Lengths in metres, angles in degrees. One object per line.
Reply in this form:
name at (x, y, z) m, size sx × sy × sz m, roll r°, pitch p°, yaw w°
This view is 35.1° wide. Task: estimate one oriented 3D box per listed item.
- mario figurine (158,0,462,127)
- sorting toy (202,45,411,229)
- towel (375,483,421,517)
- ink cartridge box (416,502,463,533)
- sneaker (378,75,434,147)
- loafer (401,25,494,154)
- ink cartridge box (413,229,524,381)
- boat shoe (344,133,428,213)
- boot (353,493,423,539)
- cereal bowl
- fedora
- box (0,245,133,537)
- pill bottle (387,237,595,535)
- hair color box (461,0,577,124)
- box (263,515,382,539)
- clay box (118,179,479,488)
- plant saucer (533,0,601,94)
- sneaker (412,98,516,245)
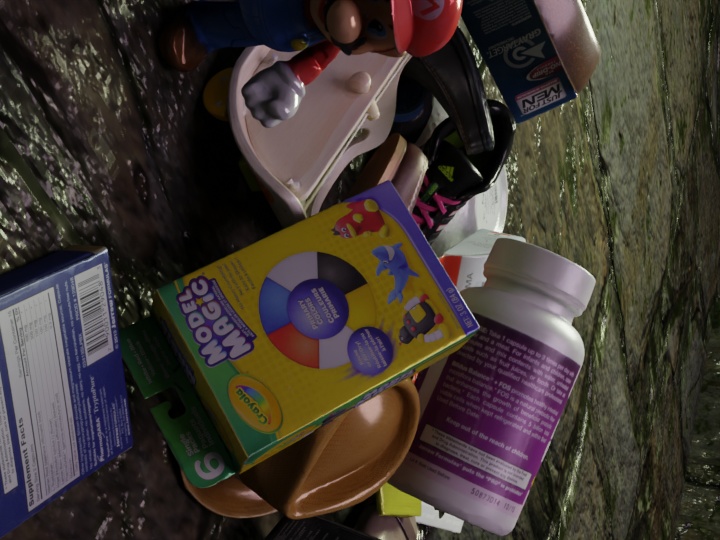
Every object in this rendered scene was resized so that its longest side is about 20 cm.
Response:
mario figurine at (-0.038, -0.153, 0.652) m, size 0.123 × 0.198 × 0.107 m, roll 43°, pitch 55°, yaw -59°
sorting toy at (-0.023, -0.102, 0.825) m, size 0.201 × 0.106 × 0.180 m, roll -57°, pitch 160°, yaw -20°
towel at (0.027, 0.116, 1.011) m, size 0.086 × 0.018 × 0.203 m, roll 24°, pitch 60°, yaw -60°
ink cartridge box at (0.089, 0.162, 1.183) m, size 0.162 × 0.050 × 0.202 m, roll 36°, pitch 70°, yaw -62°
sneaker at (0.037, -0.195, 0.982) m, size 0.078 × 0.069 × 0.202 m, roll 96°, pitch 5°, yaw -63°
loafer at (0.045, -0.175, 0.896) m, size 0.073 × 0.072 × 0.202 m, roll 52°, pitch 14°, yaw -75°
ink cartridge box at (0.083, 0.060, 0.950) m, size 0.200 × 0.050 × 0.164 m, roll -34°, pitch 136°, yaw -69°
boat shoe at (0.000, 0.000, 0.841) m, size 0.201 × 0.070 × 0.070 m, roll -61°, pitch -167°, yaw 5°
boot at (0.007, 0.246, 0.993) m, size 0.147 × 0.069 × 0.201 m, roll -69°, pitch 152°, yaw -44°
cereal bowl at (0.087, -0.069, 1.081) m, size 0.200 × 0.082 × 0.203 m, roll -16°, pitch 108°, yaw -63°
fedora at (-0.023, 0.103, 0.770) m, size 0.199 × 0.082 × 0.202 m, roll -21°, pitch 130°, yaw -27°
box at (-0.188, 0.072, 0.563) m, size 0.200 × 0.032 × 0.123 m, roll -35°, pitch 125°, yaw -61°
pill bottle at (0.100, 0.083, 0.849) m, size 0.202 × 0.111 × 0.112 m, roll -66°, pitch 152°, yaw -5°
hair color box at (0.110, -0.230, 0.939) m, size 0.200 × 0.060 × 0.101 m, roll 54°, pitch 21°, yaw -39°
box at (-0.055, 0.301, 0.795) m, size 0.200 × 0.085 × 0.165 m, roll -47°, pitch 136°, yaw -39°
clay box at (-0.038, 0.037, 0.697) m, size 0.199 × 0.116 × 0.048 m, roll -27°, pitch 168°, yaw -25°
plant saucer at (0.150, -0.241, 0.917) m, size 0.201 × 0.034 × 0.201 m, roll 59°, pitch 17°, yaw -31°
sneaker at (0.061, -0.072, 0.951) m, size 0.200 × 0.074 × 0.087 m, roll -47°, pitch -177°, yaw -10°
